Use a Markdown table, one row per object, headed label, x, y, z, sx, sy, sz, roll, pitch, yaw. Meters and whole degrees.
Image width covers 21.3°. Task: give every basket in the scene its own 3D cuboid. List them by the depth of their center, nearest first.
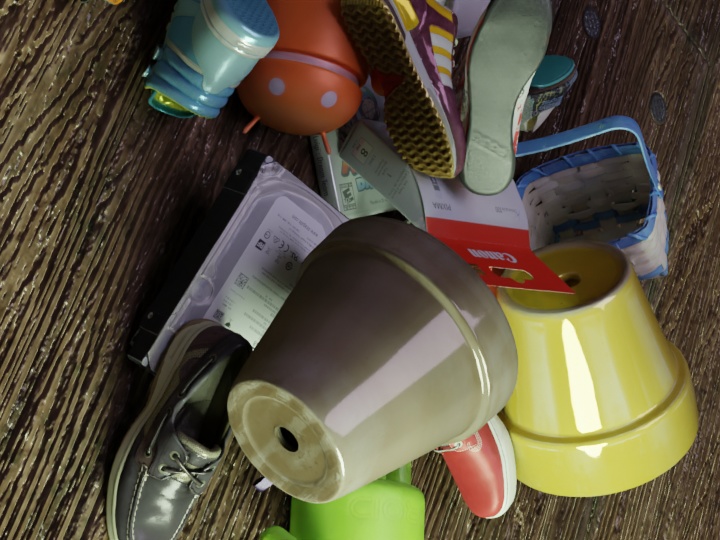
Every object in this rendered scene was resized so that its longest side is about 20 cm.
| label | x | y | z | sx | sy | sz | roll | pitch | yaw |
| --- | --- | --- | --- | --- | --- | --- | --- | --- | --- |
| basket | 0.218 | -0.069 | 1.932 | 0.200 | 0.176 | 0.139 | 54 | 32 | -48 |

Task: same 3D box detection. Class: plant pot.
| label | x | y | z | sx | sy | sz | roll | pitch | yaw |
| --- | --- | --- | --- | --- | --- | --- | --- | --- | --- |
| plant pot | -0.007 | 0.084 | 1.499 | 0.174 | 0.200 | 0.200 | -40 | 114 | -36 |
| plant pot | 0.213 | 0.083 | 1.841 | 0.201 | 0.201 | 0.189 | -47 | 133 | -43 |

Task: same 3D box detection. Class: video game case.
| label | x | y | z | sx | sy | sz | roll | pitch | yaw |
| --- | --- | --- | --- | --- | --- | --- | --- | --- | --- |
| video game case | 0.019 | -0.147 | 1.816 | 0.200 | 0.024 | 0.182 | -13 | 93 | -50 |

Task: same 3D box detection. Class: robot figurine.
| label | x | y | z | sx | sy | sz | roll | pitch | yaw |
| --- | --- | --- | --- | --- | --- | --- | --- | --- | --- |
| robot figurine | -0.004 | 0.248 | 1.645 | 0.175 | 0.116 | 0.200 | 25 | 65 | -58 |
| robot figurine | -0.042 | -0.204 | 1.671 | 0.144 | 0.117 | 0.200 | 26 | 72 | -52 |

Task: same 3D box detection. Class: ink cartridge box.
| label | x | y | z | sx | sy | sz | roll | pitch | yaw |
| --- | --- | --- | --- | --- | --- | --- | --- | --- | --- |
| ink cartridge box | 0.098 | -0.060 | 1.743 | 0.162 | 0.200 | 0.057 | 5 | 119 | -50 |

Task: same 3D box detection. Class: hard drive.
| label | x | y | z | sx | sy | sz | roll | pitch | yaw |
| --- | --- | --- | --- | --- | --- | --- | --- | --- | --- |
| hard drive | -0.091 | 0.019 | 1.587 | 0.140 | 0.038 | 0.200 | 39 | 79 | -39 |

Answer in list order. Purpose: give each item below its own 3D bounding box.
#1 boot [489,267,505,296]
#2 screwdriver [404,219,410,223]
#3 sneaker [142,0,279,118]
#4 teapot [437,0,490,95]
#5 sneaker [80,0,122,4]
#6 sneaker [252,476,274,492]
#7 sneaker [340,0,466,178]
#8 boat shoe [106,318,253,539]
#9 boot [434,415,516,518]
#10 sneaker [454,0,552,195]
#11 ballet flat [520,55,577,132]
| label | x | y | z | sx | sy | sz | roll | pitch | yaw |
| --- | --- | --- | --- | --- | --- | --- | --- | --- | --- |
| boot | 0.098 | 0.002 | 1.821 | 0.200 | 0.107 | 0.075 | 15 | 70 | -50 |
| screwdriver | 0.000 | 0.000 | 1.731 | 0.200 | 0.028 | 0.029 | -40 | 140 | -31 |
| sneaker | -0.141 | -0.205 | 1.602 | 0.080 | 0.131 | 0.200 | 24 | 28 | -28 |
| teapot | 0.059 | -0.285 | 1.766 | 0.146 | 0.200 | 0.197 | -45 | 161 | -40 |
| sneaker | -0.220 | -0.248 | 1.512 | 0.200 | 0.074 | 0.079 | -15 | 100 | -50 |
| sneaker | -0.049 | 0.113 | 1.665 | 0.074 | 0.087 | 0.200 | 55 | 22 | -19 |
| sneaker | 0.058 | -0.176 | 1.650 | 0.090 | 0.075 | 0.200 | -44 | 126 | -34 |
| boat shoe | -0.140 | 0.136 | 1.511 | 0.072 | 0.065 | 0.200 | 27 | 81 | -37 |
| boot | 0.065 | 0.151 | 1.785 | 0.144 | 0.072 | 0.200 | -21 | 91 | -49 |
| sneaker | 0.118 | -0.177 | 1.701 | 0.108 | 0.067 | 0.202 | -99 | -164 | -62 |
| ballet flat | 0.156 | -0.167 | 1.962 | 0.200 | 0.074 | 0.074 | -27 | 104 | -47 |
